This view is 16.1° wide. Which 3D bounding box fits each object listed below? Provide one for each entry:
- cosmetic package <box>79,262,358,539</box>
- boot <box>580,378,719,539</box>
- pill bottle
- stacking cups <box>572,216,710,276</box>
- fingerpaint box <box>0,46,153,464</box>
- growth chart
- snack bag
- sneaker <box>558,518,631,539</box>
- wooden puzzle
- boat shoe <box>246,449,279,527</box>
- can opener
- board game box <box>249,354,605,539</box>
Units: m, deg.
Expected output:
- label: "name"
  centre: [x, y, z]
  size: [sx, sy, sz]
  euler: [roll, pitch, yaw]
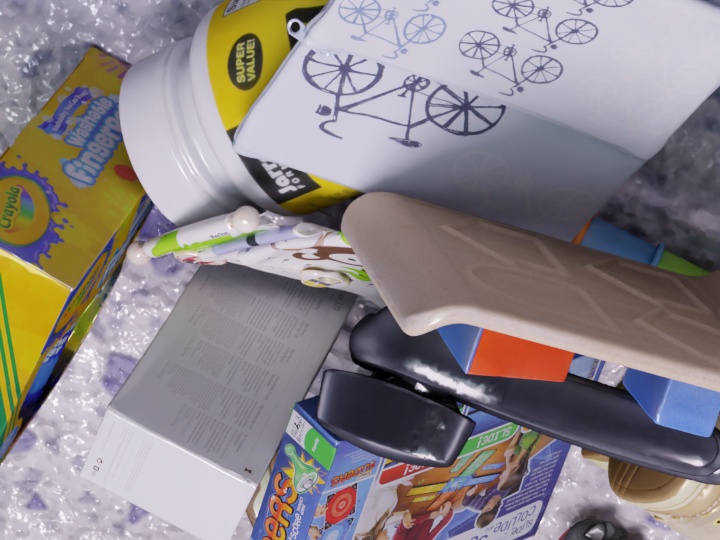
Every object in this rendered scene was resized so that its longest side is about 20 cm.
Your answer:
- label: "cosmetic package"
  centre: [-0.067, 0.054, 1.285]
  size: [0.082, 0.200, 0.051]
  euler: [26, 122, 2]
- label: "boot"
  centre: [0.196, 0.116, 1.255]
  size: [0.155, 0.200, 0.073]
  euler: [33, 86, -5]
- label: "pill bottle"
  centre: [-0.011, -0.094, 1.237]
  size: [0.199, 0.114, 0.115]
  euler: [-22, 110, 26]
- label: "stacking cups"
  centre: [0.125, -0.002, 1.280]
  size: [0.199, 0.061, 0.061]
  euler: [30, 122, 1]
- label: "fingerpaint box"
  centre: [-0.169, 0.006, 1.290]
  size: [0.073, 0.200, 0.167]
  euler: [29, 122, -1]
- label: "growth chart"
  centre: [0.000, 0.000, 1.260]
  size: [0.199, 0.018, 0.145]
  euler: [14, 166, -23]
- label: "snack bag"
  centre: [0.056, -0.081, 1.142]
  size: [0.188, 0.021, 0.200]
  euler: [18, 139, -22]
- label: "sneaker"
  centre: [0.117, 0.232, 1.400]
  size: [0.098, 0.071, 0.201]
  euler: [7, 106, 48]
- label: "wooden puzzle"
  centre: [0.098, 0.023, 1.129]
  size: [0.199, 0.185, 0.047]
  euler: [11, 104, -13]
- label: "boat shoe"
  centre: [0.006, 0.182, 1.417]
  size: [0.076, 0.072, 0.201]
  euler: [-23, 111, 10]
- label: "can opener"
  centre: [0.080, 0.061, 1.164]
  size: [0.199, 0.063, 0.079]
  euler: [13, 92, 20]
- label: "board game box"
  centre: [0.032, 0.104, 1.291]
  size: [0.034, 0.200, 0.136]
  euler: [41, 128, 31]
